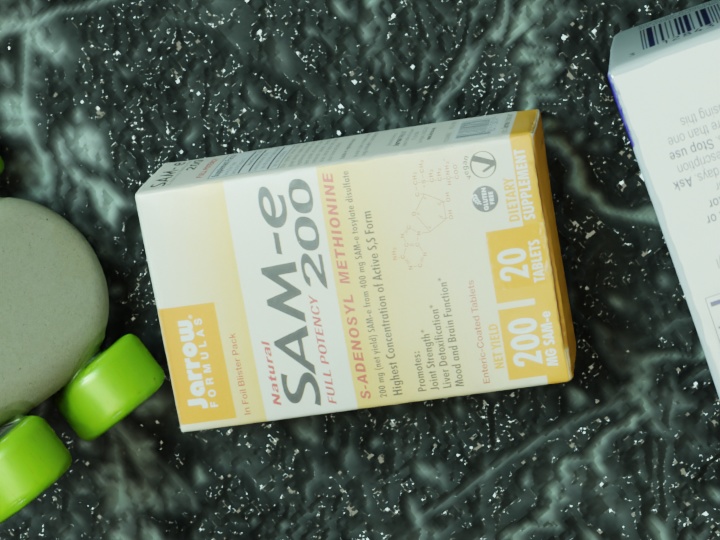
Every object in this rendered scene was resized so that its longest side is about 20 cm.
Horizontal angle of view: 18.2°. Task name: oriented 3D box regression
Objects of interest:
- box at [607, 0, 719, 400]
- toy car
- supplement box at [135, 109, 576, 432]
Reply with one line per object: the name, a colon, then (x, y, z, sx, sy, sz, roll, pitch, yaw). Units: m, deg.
box: (0.233, -0.040, 1.059, 0.182, 0.105, 0.202, -18, 101, 11)
toy car: (-0.231, 0.055, 1.146, 0.200, 0.158, 0.165, -34, 96, 43)
supplement box: (0.000, 0.000, 1.112, 0.198, 0.074, 0.127, -9, 103, 9)
